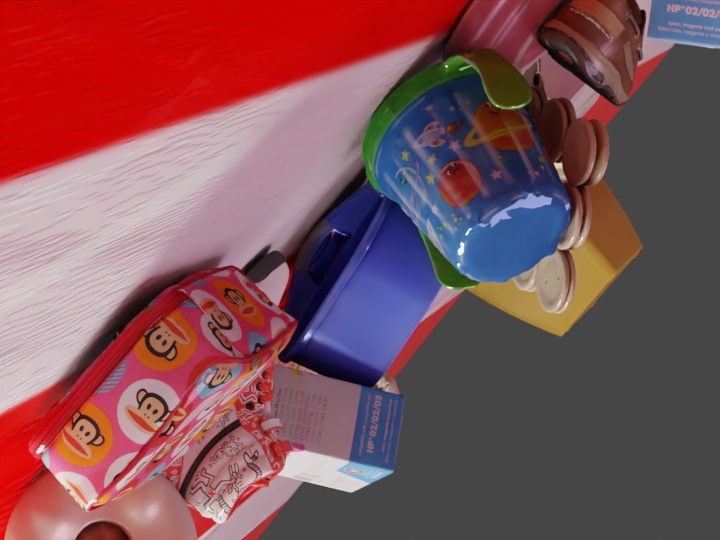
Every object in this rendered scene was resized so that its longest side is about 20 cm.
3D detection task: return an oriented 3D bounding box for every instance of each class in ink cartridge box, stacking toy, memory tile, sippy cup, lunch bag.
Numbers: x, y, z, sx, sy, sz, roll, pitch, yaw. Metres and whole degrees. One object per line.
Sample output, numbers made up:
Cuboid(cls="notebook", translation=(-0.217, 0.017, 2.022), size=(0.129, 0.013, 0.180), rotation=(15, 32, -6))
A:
Cuboid(cls="ink cartridge box", translation=(0.263, -0.267, 1.542), size=(0.115, 0.067, 0.202), rotation=(-26, 124, -76))
Cuboid(cls="stacking toy", translation=(-0.215, 0.217, 1.593), size=(0.146, 0.146, 0.200), rotation=(-45, -172, -19))
Cuboid(cls="memory tile", translation=(0.132, -0.064, 1.614), size=(0.200, 0.017, 0.155), rotation=(-136, -127, -63))
Cuboid(cls="ink cartridge box", translation=(0.186, -0.174, 2.021), size=(0.116, 0.067, 0.200), rotation=(-45, 173, -18))
Cuboid(cls="sippy cup", translation=(0.087, -0.066, 1.547), size=(0.139, 0.131, 0.178), rotation=(-34, 144, 5))
Cuboid(cls="lunch bag", translation=(-0.138, 0.087, 1.417), size=(0.176, 0.082, 0.200), rotation=(-49, 174, 15))
Cuboid(cls="ink cartridge box", translation=(-0.077, 0.119, 1.692), size=(0.115, 0.198, 0.068), rotation=(142, -40, -67))

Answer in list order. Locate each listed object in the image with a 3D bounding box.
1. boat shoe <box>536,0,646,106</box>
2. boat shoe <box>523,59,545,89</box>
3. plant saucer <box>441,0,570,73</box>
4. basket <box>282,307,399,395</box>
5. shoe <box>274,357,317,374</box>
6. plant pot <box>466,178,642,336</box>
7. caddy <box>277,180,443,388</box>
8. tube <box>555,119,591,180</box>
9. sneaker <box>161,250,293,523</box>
Cuboid(cls="boat shoe", translation=(0.189, -0.177, 1.593), size=(0.074, 0.075, 0.200), rotation=(-53, 173, 6))
Cuboid(cls="boat shoe", translation=(0.137, -0.154, 1.864), size=(0.072, 0.060, 0.202), rotation=(-46, 173, -12))
Cuboid(cls="plant saucer", translation=(0.145, -0.218, 1.602), size=(0.201, 0.051, 0.201), rotation=(-47, 172, -8))
Cuboid(cls="basket", translation=(-0.048, 0.117, 1.964), size=(0.136, 0.123, 0.200), rotation=(-48, 172, -3))
Cuboid(cls="shoe", translation=(-0.063, 0.065, 1.820), size=(0.071, 0.090, 0.202), rotation=(-158, -99, -85))
Cuboid(cls="plant pot", translation=(0.276, -0.028, 2.937), size=(0.200, 0.176, 0.200), rotation=(-51, 172, 30))
Cuboid(cls="caddy", translation=(0.000, 0.000, 1.704), size=(0.201, 0.104, 0.142), rotation=(-57, -170, 25))
Cuboid(cls="tube", translation=(0.117, -0.098, 1.825), size=(0.198, 0.052, 0.058), rotation=(-9, 117, -16))
Cuboid(cls="sneaker", translation=(-0.084, 0.093, 1.588), size=(0.202, 0.108, 0.067), rotation=(-56, 176, -10))
